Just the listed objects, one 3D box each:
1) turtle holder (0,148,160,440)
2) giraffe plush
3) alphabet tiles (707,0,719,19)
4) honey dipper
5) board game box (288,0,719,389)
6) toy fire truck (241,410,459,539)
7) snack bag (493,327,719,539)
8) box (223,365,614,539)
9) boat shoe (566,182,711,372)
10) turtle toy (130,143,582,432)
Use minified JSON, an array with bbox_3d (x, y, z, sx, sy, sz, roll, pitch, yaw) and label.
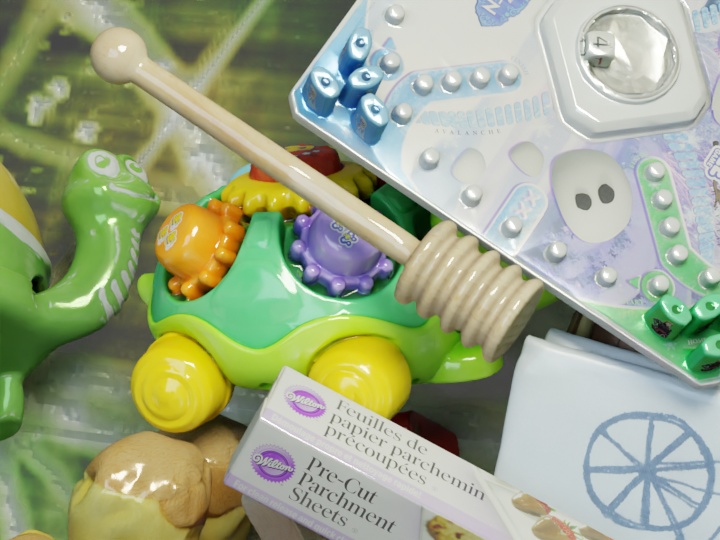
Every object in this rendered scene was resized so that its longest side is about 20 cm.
[{"bbox_3d":[-0.196,-0.008,1.315,0.185,0.141,0.132,-23,58,27],"label":"turtle holder"},{"bbox_3d":[-0.082,0.178,1.243,0.200,0.173,0.162,-45,79,17],"label":"giraffe plush"},{"bbox_3d":[0.086,-0.163,1.243,0.200,0.015,0.196,-25,73,-10],"label":"alphabet tiles"},{"bbox_3d":[-0.020,-0.035,1.151,0.200,0.038,0.038,35,97,11],"label":"honey dipper"},{"bbox_3d":[0.106,-0.086,1.180,0.200,0.026,0.200,34,66,2],"label":"board game box"},{"bbox_3d":[-0.019,0.125,1.189,0.049,0.200,0.141,-11,79,27],"label":"toy fire truck"},{"bbox_3d":[0.134,0.139,1.189,0.188,0.021,0.200,14,104,8],"label":"snack bag"},{"bbox_3d":[0.046,0.105,1.152,0.200,0.039,0.041,29,125,-3],"label":"box"},{"bbox_3d":[0.113,0.051,1.222,0.068,0.072,0.200,25,100,15],"label":"boat shoe"},{"bbox_3d":[0.000,0.000,1.220,0.200,0.146,0.101,-1,105,20],"label":"turtle toy"}]
